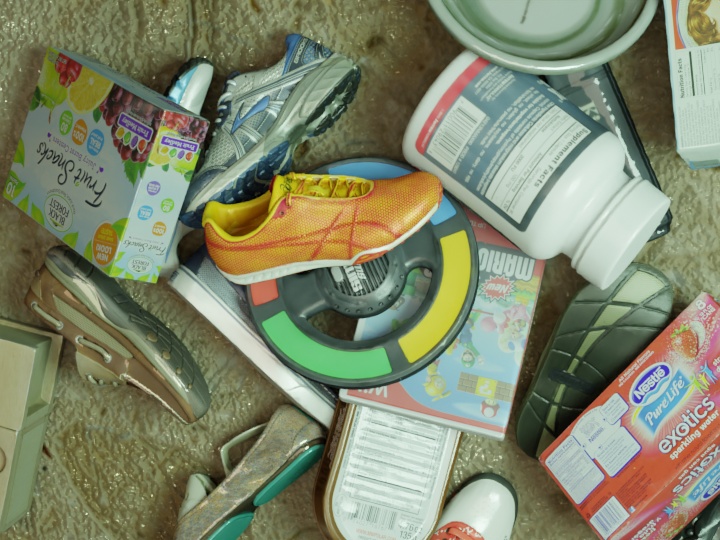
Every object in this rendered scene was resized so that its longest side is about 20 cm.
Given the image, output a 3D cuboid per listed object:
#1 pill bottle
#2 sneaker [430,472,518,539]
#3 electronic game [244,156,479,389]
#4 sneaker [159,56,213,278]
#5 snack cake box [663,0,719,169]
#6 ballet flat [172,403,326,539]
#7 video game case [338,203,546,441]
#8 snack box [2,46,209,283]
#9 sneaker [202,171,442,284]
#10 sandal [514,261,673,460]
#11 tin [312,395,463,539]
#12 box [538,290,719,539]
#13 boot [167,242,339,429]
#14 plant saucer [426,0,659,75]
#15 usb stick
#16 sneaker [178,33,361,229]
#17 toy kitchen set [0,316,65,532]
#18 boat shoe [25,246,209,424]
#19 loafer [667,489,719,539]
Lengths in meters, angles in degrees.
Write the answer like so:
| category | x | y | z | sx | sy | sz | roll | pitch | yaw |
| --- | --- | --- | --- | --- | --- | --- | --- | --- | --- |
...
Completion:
| category | x | y | z | sx | sy | sz | roll | pitch | yaw |
| --- | --- | --- | --- | --- | --- | --- | --- | --- | --- |
| pill bottle | 0.143 | -0.080 | 1.187 | 0.200 | 0.119 | 0.120 | 39 | 102 | 14 |
| sneaker | 0.068 | 0.272 | 1.267 | 0.067 | 0.108 | 0.202 | 36 | 101 | 3 |
| electronic game | 0.000 | 0.000 | 1.224 | 0.198 | 0.042 | 0.202 | -3 | 72 | 10 |
| sneaker | -0.153 | -0.085 | 1.286 | 0.086 | 0.075 | 0.201 | 19 | 103 | -7 |
| snack cake box | 0.299 | -0.189 | 1.154 | 0.114 | 0.067 | 0.202 | -7 | 78 | 22 |
| ballet flat | -0.114 | 0.195 | 1.318 | 0.200 | 0.068 | 0.067 | -43 | 70 | 6 |
| video game case | 0.074 | 0.029 | 1.241 | 0.142 | 0.017 | 0.202 | 13 | 75 | 7 |
| snack box | -0.219 | -0.092 | 1.241 | 0.199 | 0.053 | 0.143 | 30 | 105 | 46 |
| sneaker | -0.032 | -0.045 | 1.178 | 0.198 | 0.073 | 0.078 | -16 | 124 | 6 |
| sandal | 0.190 | 0.072 | 1.252 | 0.079 | 0.057 | 0.202 | 30 | 116 | -1 |
| tin | 0.029 | 0.153 | 1.264 | 0.111 | 0.042 | 0.202 | 16 | 86 | -18 |
| box | 0.258 | 0.129 | 1.207 | 0.200 | 0.095 | 0.100 | -48 | 53 | 11 |
| boot | -0.066 | 0.045 | 1.283 | 0.200 | 0.073 | 0.090 | 44 | 82 | -11 |
| plant saucer | 0.142 | -0.235 | 1.194 | 0.198 | 0.050 | 0.202 | 2 | 65 | -3 |
| usb stick | 0.202 | -0.117 | 1.234 | 0.055 | 0.033 | 0.201 | -23 | 93 | 11 |
| sneaker | -0.092 | -0.120 | 1.254 | 0.085 | 0.077 | 0.200 | 41 | 78 | 17 |
| toy kitchen set | -0.394 | 0.124 | 1.297 | 0.198 | 0.163 | 0.182 | 15 | 99 | 8 |
| boat shoe | -0.215 | 0.067 | 1.300 | 0.200 | 0.076 | 0.072 | 44 | 99 | 11 |
| loafer | 0.322 | 0.193 | 1.244 | 0.070 | 0.068 | 0.201 | 35 | 97 | -31 |
